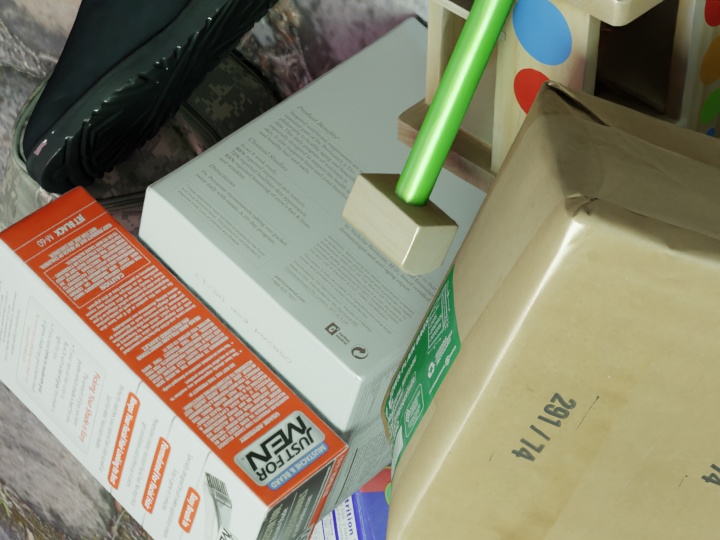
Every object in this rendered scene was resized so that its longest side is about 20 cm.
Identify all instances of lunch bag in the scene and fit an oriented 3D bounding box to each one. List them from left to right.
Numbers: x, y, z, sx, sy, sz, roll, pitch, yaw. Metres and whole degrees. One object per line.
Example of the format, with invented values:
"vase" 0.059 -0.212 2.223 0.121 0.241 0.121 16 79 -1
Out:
"lunch bag" -0.157 -0.044 1.264 0.139 0.168 0.200 44 146 14

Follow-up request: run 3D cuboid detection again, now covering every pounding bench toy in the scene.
"pounding bench toy" 0.078 -0.103 0.895 0.124 0.200 0.156 34 142 31

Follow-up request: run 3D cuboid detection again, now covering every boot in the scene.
"boot" -0.161 -0.161 1.153 0.168 0.200 0.076 40 168 16

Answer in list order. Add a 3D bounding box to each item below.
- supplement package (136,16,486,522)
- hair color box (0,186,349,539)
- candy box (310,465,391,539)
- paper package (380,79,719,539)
"supplement package" 0.000 0.000 1.083 0.152 0.200 0.151 42 145 18
"hair color box" -0.105 0.065 1.032 0.200 0.064 0.111 44 144 17
"candy box" 0.006 0.181 1.221 0.200 0.169 0.077 -31 63 44
"paper package" 0.125 0.045 0.861 0.190 0.104 0.200 17 125 -12
